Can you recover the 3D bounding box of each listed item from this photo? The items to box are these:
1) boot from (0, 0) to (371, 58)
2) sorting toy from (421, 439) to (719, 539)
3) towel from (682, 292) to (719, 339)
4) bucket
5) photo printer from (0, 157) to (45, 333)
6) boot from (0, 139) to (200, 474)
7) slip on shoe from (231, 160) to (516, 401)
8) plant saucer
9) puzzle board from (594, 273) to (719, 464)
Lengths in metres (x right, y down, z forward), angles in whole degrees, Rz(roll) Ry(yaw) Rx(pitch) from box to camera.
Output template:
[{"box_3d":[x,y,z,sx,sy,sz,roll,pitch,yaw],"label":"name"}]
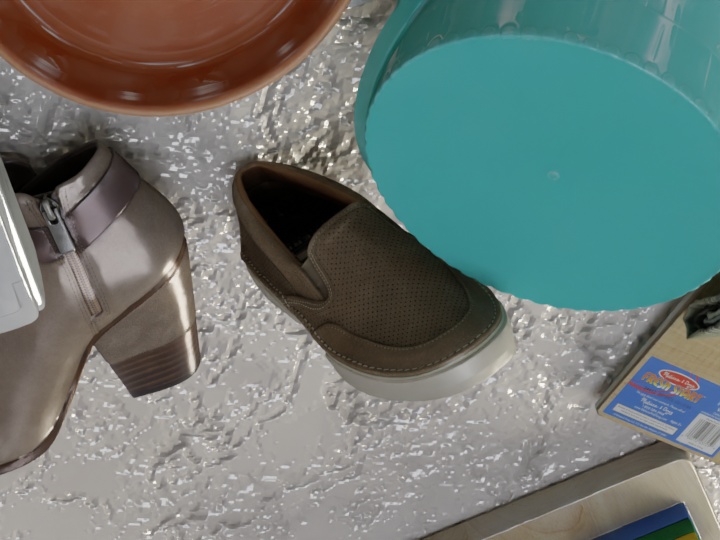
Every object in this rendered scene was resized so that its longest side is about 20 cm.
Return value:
[{"box_3d":[-0.086,-0.157,1.332,0.198,0.073,0.091,-12,118,-8],"label":"boot"},{"box_3d":[0.128,0.218,1.687,0.198,0.070,0.201,-23,131,6],"label":"sorting toy"},{"box_3d":[0.278,0.009,1.488,0.198,0.035,0.193,-2,174,-12],"label":"towel"},{"box_3d":[0.101,-0.089,1.333,0.206,0.135,0.208,12,141,10],"label":"bucket"},{"box_3d":[-0.257,-0.020,1.331,0.199,0.070,0.167,-16,136,-1],"label":"photo printer"},{"box_3d":[-0.176,0.017,1.455,0.199,0.070,0.147,-24,124,5],"label":"boot"},{"box_3d":[0.000,0.000,1.398,0.076,0.200,0.061,-32,123,-13],"label":"slip on shoe"},{"box_3d":[-0.090,-0.169,1.282,0.199,0.032,0.202,0,99,2],"label":"plant saucer"},{"box_3d":[0.247,0.054,1.616,0.199,0.017,0.151,22,122,-28],"label":"puzzle board"}]
